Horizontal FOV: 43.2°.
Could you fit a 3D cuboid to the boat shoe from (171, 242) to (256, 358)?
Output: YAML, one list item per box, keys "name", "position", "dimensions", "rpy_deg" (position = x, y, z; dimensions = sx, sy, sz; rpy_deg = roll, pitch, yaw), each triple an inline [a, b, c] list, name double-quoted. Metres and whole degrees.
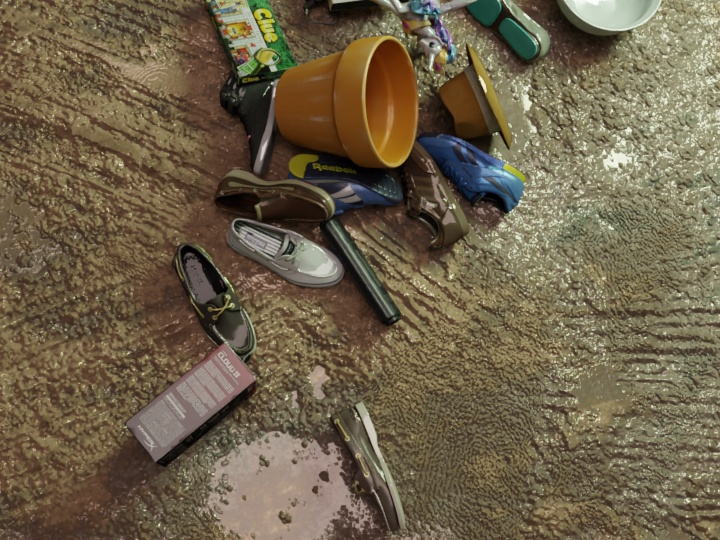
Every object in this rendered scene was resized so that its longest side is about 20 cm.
- name: "boat shoe"
  position: [-0.229, 0.047, 1.416]
  dimensions: [0.072, 0.061, 0.202]
  rpy_deg: [-33, 81, -14]

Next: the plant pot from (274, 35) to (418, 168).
- name: "plant pot"
  position: [-0.029, -0.263, 1.448]
  dimensions: [0.182, 0.200, 0.201]
  rpy_deg: [3, 72, 27]

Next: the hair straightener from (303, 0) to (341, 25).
- name: "hair straightener"
  position: [-0.025, -0.496, 1.591]
  dimensions: [0.077, 0.041, 0.200]
  rpy_deg: [40, 69, 4]

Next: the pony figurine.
- name: "pony figurine"
  position: [0.106, -0.426, 1.493]
  dimensions: [0.200, 0.166, 0.193]
  rpy_deg: [48, 48, -4]

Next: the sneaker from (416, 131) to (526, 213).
- name: "sneaker"
  position: [0.177, -0.162, 1.519]
  dimensions: [0.199, 0.066, 0.079]
  rpy_deg: [27, 78, 1]

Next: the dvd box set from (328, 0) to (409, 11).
- name: "dvd box set"
  position: [-0.003, -0.553, 1.578]
  dimensions: [0.145, 0.029, 0.201]
  rpy_deg: [-9, 79, -12]

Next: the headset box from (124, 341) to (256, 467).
- name: "headset box"
  position: [-0.235, 0.192, 1.332]
  dimensions: [0.200, 0.149, 0.077]
  rpy_deg: [-40, 84, -14]

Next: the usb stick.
- name: "usb stick"
  position: [0.000, 0.000, 1.462]
  dimensions: [0.033, 0.055, 0.201]
  rpy_deg: [-36, 81, 14]

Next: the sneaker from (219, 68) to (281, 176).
- name: "sneaker"
  position: [-0.188, -0.249, 1.498]
  dimensions: [0.099, 0.071, 0.201]
  rpy_deg: [7, 69, -3]

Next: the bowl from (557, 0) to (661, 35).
- name: "bowl"
  position: [0.428, -0.497, 1.623]
  dimensions: [0.200, 0.090, 0.202]
  rpy_deg: [2, 75, -7]

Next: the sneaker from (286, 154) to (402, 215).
- name: "sneaker"
  position: [-0.029, -0.133, 1.487]
  dimensions: [0.199, 0.082, 0.074]
  rpy_deg: [9, 41, -16]

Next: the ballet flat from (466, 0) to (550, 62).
- name: "ballet flat"
  position: [0.256, -0.451, 1.614]
  dimensions: [0.200, 0.067, 0.064]
  rpy_deg: [47, 48, 6]

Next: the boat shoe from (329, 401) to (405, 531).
- name: "boat shoe"
  position: [0.012, 0.302, 1.376]
  dimensions: [0.059, 0.072, 0.201]
  rpy_deg: [-20, 75, -5]

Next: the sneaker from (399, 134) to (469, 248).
- name: "sneaker"
  position: [0.100, -0.130, 1.498]
  dimensions: [0.075, 0.070, 0.201]
  rpy_deg: [-30, 80, -12]

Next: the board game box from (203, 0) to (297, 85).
- name: "board game box"
  position: [-0.186, -0.398, 1.526]
  dimensions: [0.104, 0.024, 0.201]
  rpy_deg: [-14, 62, -21]

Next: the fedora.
- name: "fedora"
  position: [0.181, -0.272, 1.493]
  dimensions: [0.081, 0.201, 0.202]
  rpy_deg: [-23, 79, 9]

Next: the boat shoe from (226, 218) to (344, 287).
- name: "boat shoe"
  position: [-0.120, -0.027, 1.446]
  dimensions: [0.199, 0.067, 0.074]
  rpy_deg: [17, 74, -2]

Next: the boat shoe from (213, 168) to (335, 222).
- name: "boat shoe"
  position: [-0.139, -0.101, 1.430]
  dimensions: [0.201, 0.075, 0.075]
  rpy_deg: [12, 45, 25]
